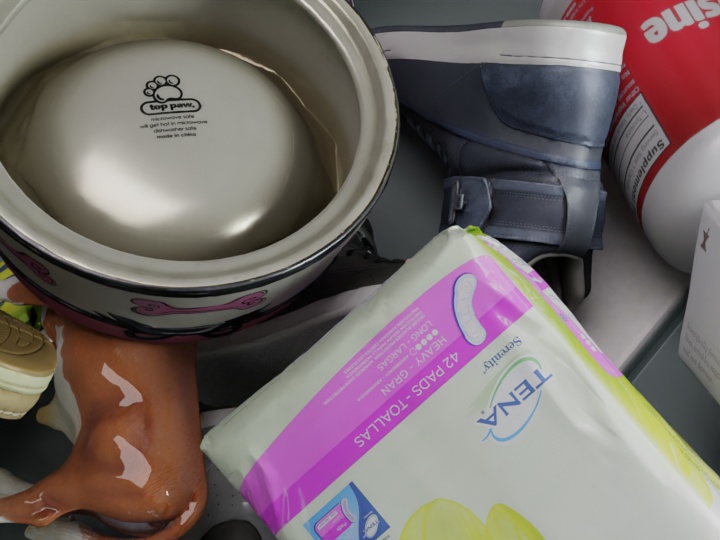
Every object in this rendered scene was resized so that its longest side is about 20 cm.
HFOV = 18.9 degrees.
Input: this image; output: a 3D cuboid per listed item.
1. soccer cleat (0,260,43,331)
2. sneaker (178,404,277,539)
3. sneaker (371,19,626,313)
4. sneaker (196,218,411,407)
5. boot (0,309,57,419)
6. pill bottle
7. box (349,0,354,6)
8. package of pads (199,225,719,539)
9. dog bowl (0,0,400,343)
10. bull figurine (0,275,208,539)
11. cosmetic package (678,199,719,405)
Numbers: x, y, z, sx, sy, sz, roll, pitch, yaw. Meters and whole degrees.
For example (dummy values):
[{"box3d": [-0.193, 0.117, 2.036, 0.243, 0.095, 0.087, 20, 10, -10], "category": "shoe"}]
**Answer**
[{"box3d": [-0.209, 0.049, 1.054, 0.084, 0.065, 0.200, 27, 65, 16], "category": "soccer cleat"}, {"box3d": [0.002, 0.113, 0.978, 0.200, 0.075, 0.116, -12, 58, 14], "category": "sneaker"}, {"box3d": [0.052, -0.048, 1.072, 0.077, 0.146, 0.202, 1, 4, -29], "category": "sneaker"}, {"box3d": [0.000, 0.000, 1.015, 0.200, 0.071, 0.099, -13, 51, 37], "category": "sneaker"}, {"box3d": [-0.210, 0.076, 0.926, 0.200, 0.072, 0.155, 19, 84, 55], "category": "boot"}, {"box3d": [0.172, -0.070, 1.045, 0.112, 0.112, 0.200, -21, 54, -5], "category": "pill bottle"}, {"box3d": [-0.134, -0.123, 1.148, 0.176, 0.097, 0.200, 28, 65, 27], "category": "box"}, {"box3d": [0.056, 0.096, 0.898, 0.154, 0.068, 0.200, -41, 82, 8], "category": "package of pads"}, {"box3d": [-0.085, -0.056, 0.961, 0.200, 0.074, 0.200, 4, 56, -7], "category": "dog bowl"}, {"box3d": [-0.118, 0.039, 0.983, 0.121, 0.065, 0.200, -13, 51, 9], "category": "bull figurine"}, {"box3d": [0.250, 0.024, 0.925, 0.200, 0.081, 0.113, -1, 23, -12], "category": "cosmetic package"}]
